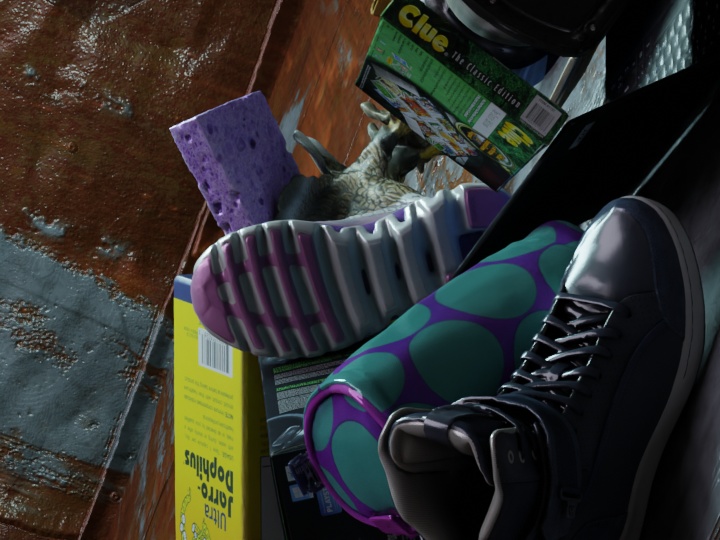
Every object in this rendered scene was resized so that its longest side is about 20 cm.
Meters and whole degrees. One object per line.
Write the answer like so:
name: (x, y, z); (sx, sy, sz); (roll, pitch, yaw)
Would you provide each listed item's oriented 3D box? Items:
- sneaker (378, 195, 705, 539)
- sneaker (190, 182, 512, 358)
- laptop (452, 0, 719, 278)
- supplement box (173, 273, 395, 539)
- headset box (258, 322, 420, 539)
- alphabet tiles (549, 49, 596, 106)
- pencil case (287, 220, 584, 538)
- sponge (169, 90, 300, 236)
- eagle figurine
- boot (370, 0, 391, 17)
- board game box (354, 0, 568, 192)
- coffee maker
sneaker: (0.084, 0.051, 1.061); (0.077, 0.146, 0.203); (6, 80, 41)
sneaker: (0.000, 0.000, 1.355); (0.088, 0.199, 0.081); (-125, 23, -86)
laptop: (0.128, -0.109, 1.263); (0.177, 0.103, 0.201); (125, 153, -57)
supplement box: (-0.047, 0.104, 1.446); (0.109, 0.108, 0.201); (15, 106, 62)
headset box: (0.004, 0.140, 1.305); (0.200, 0.092, 0.175); (-106, 4, -74)
alphabet tiles: (0.160, -0.183, 1.382); (0.200, 0.006, 0.166); (-65, -7, 32)
pencil case: (0.058, 0.053, 1.151); (0.200, 0.085, 0.093); (-34, -62, -40)
sponge: (-0.059, -0.026, 1.640); (0.030, 0.201, 0.112); (-24, 5, 24)
eagle figurine: (0.011, -0.022, 1.630); (0.151, 0.151, 0.201); (132, 156, -73)
boot: (0.095, -0.235, 1.592); (0.071, 0.143, 0.202); (-85, 17, -54)
board game box: (0.049, -0.090, 1.215); (0.023, 0.105, 0.200); (-50, 0, -6)
coffee maker: (0.112, -0.182, 1.187); (0.192, 0.135, 0.200); (-29, 0, -5)
